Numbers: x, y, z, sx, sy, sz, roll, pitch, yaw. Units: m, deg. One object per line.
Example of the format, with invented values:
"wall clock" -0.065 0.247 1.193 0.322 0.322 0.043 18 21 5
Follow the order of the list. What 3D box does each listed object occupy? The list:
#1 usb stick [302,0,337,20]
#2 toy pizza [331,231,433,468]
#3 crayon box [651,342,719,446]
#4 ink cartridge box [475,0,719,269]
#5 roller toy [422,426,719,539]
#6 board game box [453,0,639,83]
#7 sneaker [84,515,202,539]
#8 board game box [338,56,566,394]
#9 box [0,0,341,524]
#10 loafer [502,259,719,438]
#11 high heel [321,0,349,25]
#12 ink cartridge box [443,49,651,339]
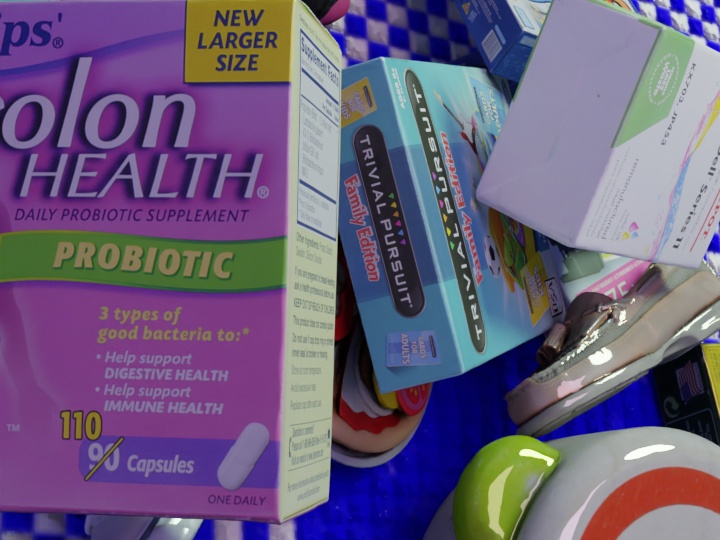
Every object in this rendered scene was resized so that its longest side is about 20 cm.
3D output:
"usb stick" -0.017 -0.191 0.835 0.056 0.032 0.200 54 26 -15
"toy pizza" 0.000 0.000 0.759 0.200 0.032 0.202 28 57 -54
"crayon box" 0.285 0.112 0.942 0.199 0.051 0.128 1 70 -32
"ink cartridge box" 0.155 -0.068 0.791 0.199 0.067 0.118 6 109 -55
"roller toy" 0.123 0.179 0.750 0.181 0.140 0.202 -6 82 -29
"board game box" 0.105 -0.182 0.907 0.135 0.035 0.201 12 42 -35
"sneaker" -0.102 0.096 0.690 0.070 0.073 0.201 28 50 -2
"board game box" 0.047 -0.029 0.771 0.200 0.047 0.152 -15 90 -68
"box" -0.103 -0.003 0.606 0.175 0.097 0.202 1 86 10
"loafer" 0.141 0.035 0.831 0.199 0.072 0.063 -22 78 -43
"high heel" -0.076 -0.197 0.805 0.199 0.096 0.068 18 61 -26
"ink cartridge box" 0.122 -0.054 0.914 0.119 0.042 0.201 -27 85 -38
